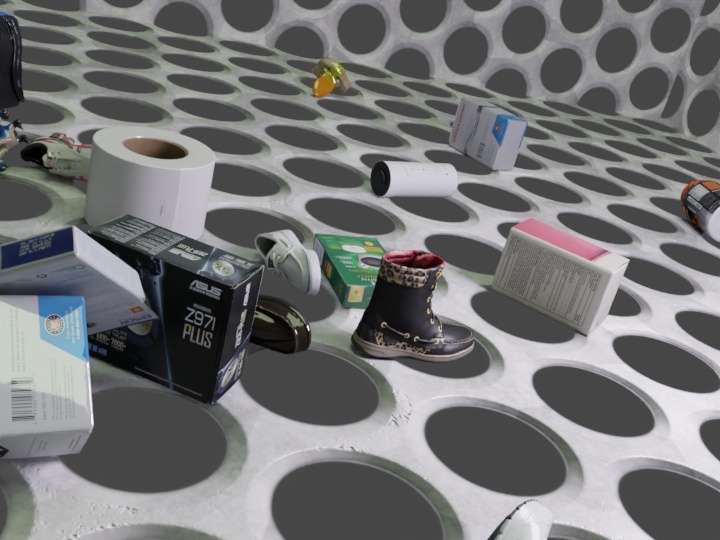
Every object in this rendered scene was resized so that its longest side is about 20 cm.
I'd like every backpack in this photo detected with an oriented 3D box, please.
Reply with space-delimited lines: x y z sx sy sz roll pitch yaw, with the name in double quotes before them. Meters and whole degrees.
"backpack" -0.799 -0.442 1.746 0.167 0.201 0.163 16 24 3

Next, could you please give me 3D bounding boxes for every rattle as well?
"rattle" -0.131 -0.589 2.684 0.130 0.143 0.200 37 -12 -39

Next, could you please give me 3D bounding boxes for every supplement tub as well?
"supplement tub" 0.936 -0.163 2.246 0.122 0.123 0.200 11 24 -9

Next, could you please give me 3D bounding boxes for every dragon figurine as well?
"dragon figurine" -0.666 -0.240 1.526 0.099 0.059 0.200 -33 45 -26

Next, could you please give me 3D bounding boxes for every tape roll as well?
"tape roll" -0.353 -0.143 1.419 0.202 0.140 0.203 13 24 -6

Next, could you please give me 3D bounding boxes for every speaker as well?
"speaker" 0.122 -0.206 1.912 0.199 0.082 0.081 -3 29 -35

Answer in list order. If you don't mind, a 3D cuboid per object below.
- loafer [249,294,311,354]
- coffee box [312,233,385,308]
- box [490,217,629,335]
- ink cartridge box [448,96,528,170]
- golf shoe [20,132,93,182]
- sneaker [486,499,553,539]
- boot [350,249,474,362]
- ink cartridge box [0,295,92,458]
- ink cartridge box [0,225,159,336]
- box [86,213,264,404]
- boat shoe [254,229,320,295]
"loafer" -0.160 0.071 1.159 0.199 0.073 0.071 19 33 23
"coffee box" 0.000 0.000 1.427 0.122 0.044 0.200 4 25 -23
"box" 0.356 0.007 1.517 0.199 0.128 0.109 27 25 24
"ink cartridge box" 0.353 -0.383 2.362 0.083 0.146 0.200 -4 30 -36
"golf shoe" -0.522 -0.193 1.527 0.199 0.073 0.092 16 30 28
"sneaker" 0.152 0.303 0.832 0.087 0.075 0.200 35 35 15
"boot" 0.094 0.052 1.232 0.199 0.151 0.073 5 25 -21
"ink cartridge box" -0.374 0.106 0.827 0.199 0.084 0.146 2 62 -28
"ink cartridge box" -0.349 0.027 0.919 0.199 0.200 0.041 -14 67 6
"box" -0.236 0.045 1.037 0.199 0.165 0.086 21 24 12
"boat shoe" -0.121 -0.012 1.365 0.065 0.074 0.200 -2 18 -23
